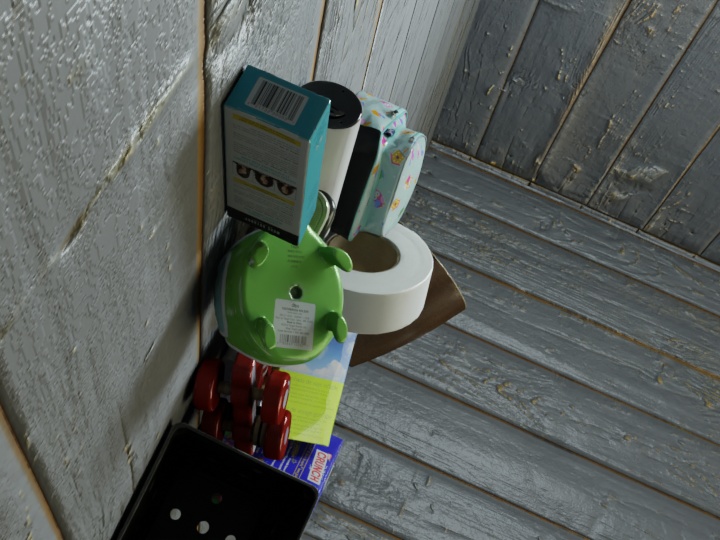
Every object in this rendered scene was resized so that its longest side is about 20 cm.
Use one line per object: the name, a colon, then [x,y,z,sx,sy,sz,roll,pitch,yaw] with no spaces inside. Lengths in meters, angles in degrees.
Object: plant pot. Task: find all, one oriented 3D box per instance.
plant pot: [-0.194,0.328,1.186,0.201,0.199,0.177,-65,-173,-16]
plant pot: [0.031,0.053,1.474,0.200,0.187,0.187,-40,173,-6]

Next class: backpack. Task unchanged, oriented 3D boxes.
backpack: [0.008,-0.152,1.315,0.200,0.152,0.177,-73,179,-60]

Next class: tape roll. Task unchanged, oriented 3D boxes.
tape roll: [0.000,0.000,1.311,0.203,0.201,0.071,-61,164,-55]

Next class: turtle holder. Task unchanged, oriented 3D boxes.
turtle holder: [-0.101,0.011,1.013,0.141,0.187,0.131,-26,-171,-35]

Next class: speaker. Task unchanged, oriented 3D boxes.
speaker: [-0.055,-0.123,1.096,0.201,0.081,0.081,108,7,-49]

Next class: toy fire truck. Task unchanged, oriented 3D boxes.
toy fire truck: [-0.138,0.142,1.225,0.201,0.111,0.169,94,8,-48]

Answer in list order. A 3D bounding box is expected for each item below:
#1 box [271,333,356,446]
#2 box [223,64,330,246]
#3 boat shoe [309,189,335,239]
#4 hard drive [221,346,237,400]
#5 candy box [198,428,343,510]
box: [-0.078,0.145,1.354,0.048,0.121,0.201,8,-97,55]
box: [-0.080,-0.100,0.871,0.200,0.082,0.049,106,8,-65]
boat shoe: [-0.082,-0.027,1.117,0.067,0.072,0.200,-14,150,-45]
hard drive: [-0.166,0.115,1.385,0.200,0.026,0.132,-62,174,-52]
candy box: [-0.145,0.282,1.375,0.169,0.199,0.077,-59,172,-60]
